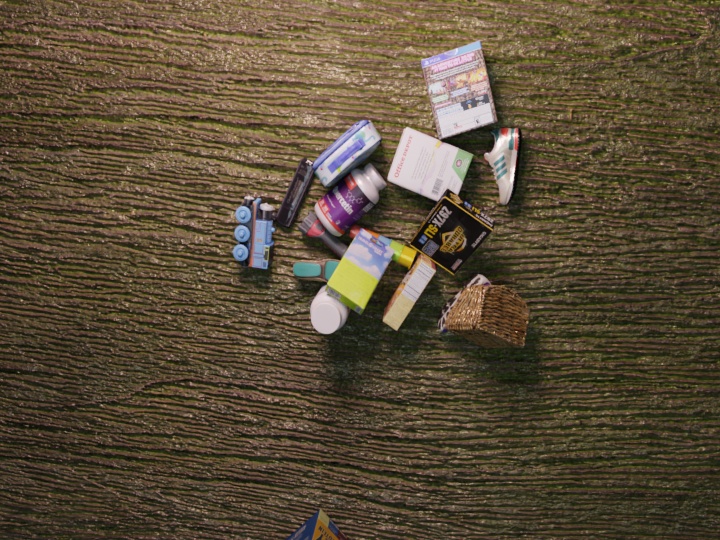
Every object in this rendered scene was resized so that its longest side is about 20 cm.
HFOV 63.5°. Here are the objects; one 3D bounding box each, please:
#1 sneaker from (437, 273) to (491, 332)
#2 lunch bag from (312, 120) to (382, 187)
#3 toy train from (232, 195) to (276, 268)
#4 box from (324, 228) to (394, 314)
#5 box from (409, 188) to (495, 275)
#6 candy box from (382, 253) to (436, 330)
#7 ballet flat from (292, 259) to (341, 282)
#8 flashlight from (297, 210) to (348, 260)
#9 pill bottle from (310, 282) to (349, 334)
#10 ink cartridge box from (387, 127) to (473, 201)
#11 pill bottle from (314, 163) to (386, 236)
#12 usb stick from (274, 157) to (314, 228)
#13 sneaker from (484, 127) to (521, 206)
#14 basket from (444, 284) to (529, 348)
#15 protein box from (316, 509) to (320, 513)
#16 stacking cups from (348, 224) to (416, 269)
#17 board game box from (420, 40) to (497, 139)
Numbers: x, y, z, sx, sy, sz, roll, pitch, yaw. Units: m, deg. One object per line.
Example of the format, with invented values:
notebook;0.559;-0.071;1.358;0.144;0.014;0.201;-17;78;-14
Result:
sneaker;0.298;0.107;1.644;0.083;0.081;0.200;39;106;-15
lunch bag;-0.034;-0.311;1.542;0.198;0.161;0.083;-39;97;13
toy train;-0.299;-0.106;1.657;0.110;0.087;0.208;7;105;-2
box;0.000;0.000;1.574;0.120;0.048;0.203;31;61;-1
box;0.244;-0.100;1.566;0.157;0.050;0.201;34;136;-2
candy box;0.137;0.057;1.627;0.054;0.116;0.203;31;104;-3
ballet flat;-0.097;0.001;1.660;0.193;0.065;0.073;10;92;16
flashlight;-0.087;-0.080;1.652;0.199;0.068;0.068;41;112;-9
pill bottle;-0.081;0.103;1.617;0.104;0.200;0.113;1;104;5
ink cartridge box;0.185;-0.279;1.565;0.194;0.084;0.149;22;104;0
pill bottle;-0.025;-0.197;1.591;0.199;0.113;0.113;-41;96;13
usb stick;-0.183;-0.217;1.645;0.054;0.033;0.205;28;104;8
sneaker;0.377;-0.281;1.562;0.090;0.070;0.208;9;106;22
basket;0.349;0.121;1.605;0.196;0.147;0.148;22;72;-29
protein box;-0.161;0.902;1.800;0.198;0.200;0.135;-43;96;13
stacking cups;0.060;-0.070;1.635;0.194;0.061;0.062;24;104;0
board game box;0.254;-0.463;1.511;0.154;0.097;0.207;-14;101;9
